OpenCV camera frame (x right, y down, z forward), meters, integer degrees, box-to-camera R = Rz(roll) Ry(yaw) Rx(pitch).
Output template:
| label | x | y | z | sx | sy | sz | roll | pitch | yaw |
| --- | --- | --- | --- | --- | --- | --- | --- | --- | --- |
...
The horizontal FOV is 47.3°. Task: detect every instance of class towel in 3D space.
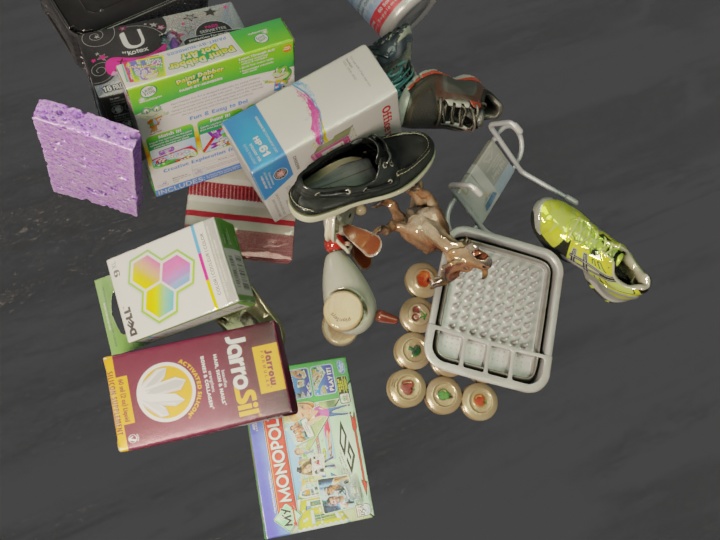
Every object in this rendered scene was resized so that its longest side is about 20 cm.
| label | x | y | z | sx | sy | sz | roll | pitch | yaw |
| --- | --- | --- | --- | --- | --- | --- | --- | --- | --- |
| towel | -0.154 | -0.109 | 1.092 | 0.144 | 0.023 | 0.200 | 6 | 72 | -8 |

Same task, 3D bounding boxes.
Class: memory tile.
| label | x | y | z | sx | sy | sz | roll | pitch | yaw |
| --- | --- | --- | --- | --- | --- | --- | --- | --- | --- |
| memory tile | 0.121 | 0.093 | 1.096 | 0.153 | 0.017 | 0.200 | 13 | 72 | -9 |

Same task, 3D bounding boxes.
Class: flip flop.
| label | x | y | z | sx | sy | sz | roll | pitch | yaw |
| --- | --- | --- | --- | --- | --- | --- | --- | --- | --- |
| flip flop | -0.173 | 0.033 | 1.021 | 0.081 | 0.058 | 0.200 | -43 | 90 | -3 |

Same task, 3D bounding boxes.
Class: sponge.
| label | x | y | z | sx | sy | sz | roll | pitch | yaw |
| --- | --- | --- | --- | --- | --- | --- | --- | --- | --- |
| sponge | -0.314 | -0.127 | 0.967 | 0.111 | 0.200 | 0.030 | 18 | 70 | -8 |

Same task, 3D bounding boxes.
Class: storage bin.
| label | x | y | z | sx | sy | sz | roll | pitch | yaw |
| --- | --- | --- | --- | --- | --- | --- | --- | --- | --- |
| storage bin | -0.314 | -0.373 | 1.093 | 0.200 | 0.094 | 0.135 | -31 | 83 | -18 |

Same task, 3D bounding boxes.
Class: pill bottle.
| label | x | y | z | sx | sy | sz | roll | pitch | yaw |
| --- | --- | --- | --- | --- | --- | --- | --- | --- | --- |
| pill bottle | 0.011 | -0.433 | 1.172 | 0.109 | 0.109 | 0.200 | -41 | 85 | -19 |

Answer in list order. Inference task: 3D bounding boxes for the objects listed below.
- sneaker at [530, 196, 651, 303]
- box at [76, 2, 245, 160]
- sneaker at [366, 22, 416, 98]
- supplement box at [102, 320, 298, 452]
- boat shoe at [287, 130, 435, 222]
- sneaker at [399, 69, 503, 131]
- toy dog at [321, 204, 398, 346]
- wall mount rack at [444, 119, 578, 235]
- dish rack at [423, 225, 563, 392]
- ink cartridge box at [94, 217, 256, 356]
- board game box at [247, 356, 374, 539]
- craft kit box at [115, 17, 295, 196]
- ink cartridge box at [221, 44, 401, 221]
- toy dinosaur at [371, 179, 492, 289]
| label | x | y | z | sx | sy | sz | roll | pitch | yaw |
| --- | --- | --- | --- | --- | --- | --- | --- | --- | --- |
| sneaker | 0.319 | -0.035 | 1.126 | 0.200 | 0.076 | 0.075 | 37 | 72 | -13 |
| box | -0.236 | -0.238 | 1.040 | 0.200 | 0.132 | 0.115 | -19 | 61 | -16 |
| sneaker | 0.050 | -0.267 | 1.094 | 0.078 | 0.200 | 0.086 | -30 | 95 | 6 |
| supplement box | -0.182 | 0.135 | 0.960 | 0.200 | 0.086 | 0.110 | -13 | 81 | -3 |
| boat shoe | 0.005 | -0.125 | 0.966 | 0.199 | 0.066 | 0.075 | -22 | 63 | -15 |
| sneaker | 0.127 | -0.223 | 1.112 | 0.082 | 0.077 | 0.200 | 36 | 38 | 28 |
| toy dog | 0.000 | 0.000 | 1.044 | 0.096 | 0.132 | 0.200 | 1 | 96 | -4 |
| wall mount rack | 0.210 | -0.105 | 1.146 | 0.174 | 0.075 | 0.200 | 46 | 68 | -31 |
| dish rack | 0.173 | 0.053 | 1.087 | 0.171 | 0.044 | 0.200 | 15 | 72 | -7 |
| ink cartridge box | -0.234 | 0.023 | 0.972 | 0.200 | 0.059 | 0.104 | -20 | 80 | 12 |
| board game box | -0.067 | 0.215 | 1.015 | 0.134 | 0.029 | 0.200 | -8 | 76 | -15 |
| craft kit box | -0.176 | -0.193 | 0.999 | 0.200 | 0.198 | 0.049 | -21 | 65 | -16 |
| ink cartridge box | -0.051 | -0.166 | 1.016 | 0.200 | 0.145 | 0.085 | -31 | 70 | -6 |
| toy dinosaur | 0.088 | -0.046 | 1.045 | 0.136 | 0.200 | 0.086 | 43 | 103 | -15 |
